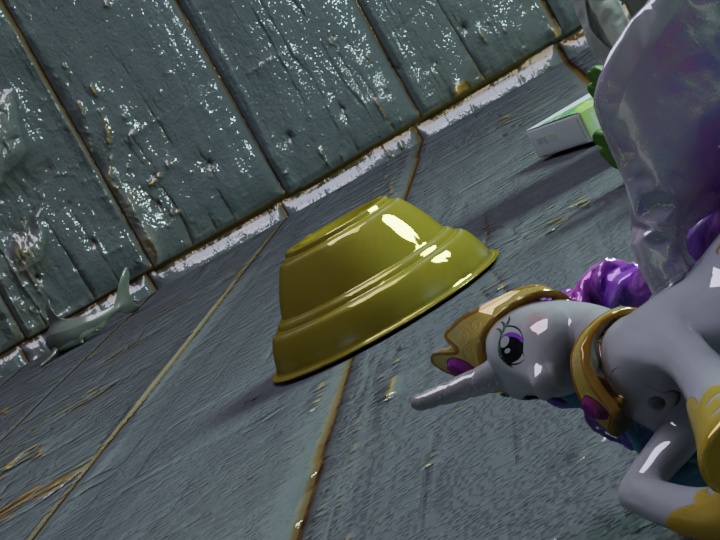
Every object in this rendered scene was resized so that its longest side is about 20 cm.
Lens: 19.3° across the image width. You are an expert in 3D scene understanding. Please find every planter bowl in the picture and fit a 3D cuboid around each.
[{"bbox_3d":[0.000,0.000,1.613,0.199,0.084,0.200,-29,6,3],"label":"planter bowl"}]

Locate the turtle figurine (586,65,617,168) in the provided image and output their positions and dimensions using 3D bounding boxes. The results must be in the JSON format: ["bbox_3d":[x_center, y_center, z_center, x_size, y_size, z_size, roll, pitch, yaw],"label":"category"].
[{"bbox_3d":[0.237,-0.181,1.632,0.194,0.200,0.144,-41,-6,-23],"label":"turtle figurine"}]

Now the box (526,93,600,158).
[{"bbox_3d":[0.273,-0.179,2.093,0.199,0.037,0.144,-32,5,-16],"label":"box"}]

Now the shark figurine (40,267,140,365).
[{"bbox_3d":[-0.459,0.075,3.396,0.214,0.090,0.128,-28,6,35],"label":"shark figurine"}]

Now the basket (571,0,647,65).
[{"bbox_3d":[0.270,-0.243,1.841,0.160,0.200,0.200,-26,5,6],"label":"basket"}]

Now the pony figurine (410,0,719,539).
[{"bbox_3d":[0.124,0.003,0.690,0.193,0.167,0.200,-38,23,-15],"label":"pony figurine"}]
